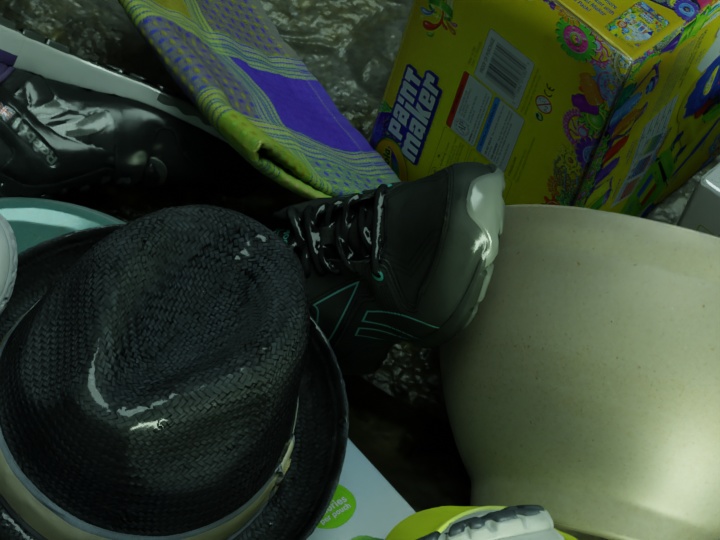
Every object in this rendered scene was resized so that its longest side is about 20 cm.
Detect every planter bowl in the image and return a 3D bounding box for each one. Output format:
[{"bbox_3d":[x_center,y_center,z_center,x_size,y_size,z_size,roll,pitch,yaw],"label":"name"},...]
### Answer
[{"bbox_3d":[0.122,0.066,1.118,0.200,0.200,0.135,16,78,-3],"label":"planter bowl"}]

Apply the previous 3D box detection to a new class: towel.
[{"bbox_3d":[-0.058,-0.102,1.221,0.143,0.023,0.200,23,25,-49],"label":"towel"}]

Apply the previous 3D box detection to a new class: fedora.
[{"bbox_3d":[-0.083,0.038,1.011,0.200,0.092,0.201,13,48,-14],"label":"fedora"}]

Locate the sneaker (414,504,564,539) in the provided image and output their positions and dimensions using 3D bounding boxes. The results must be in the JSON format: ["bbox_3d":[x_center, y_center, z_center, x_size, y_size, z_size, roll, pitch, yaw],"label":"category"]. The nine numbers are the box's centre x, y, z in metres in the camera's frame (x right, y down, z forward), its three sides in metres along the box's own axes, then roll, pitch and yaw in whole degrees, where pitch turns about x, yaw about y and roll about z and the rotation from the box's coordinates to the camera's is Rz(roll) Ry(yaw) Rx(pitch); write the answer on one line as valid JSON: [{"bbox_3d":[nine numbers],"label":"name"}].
[{"bbox_3d":[-0.003,0.161,0.963,0.200,0.077,0.080,-25,80,15],"label":"sneaker"}]

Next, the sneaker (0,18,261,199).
[{"bbox_3d":[-0.150,-0.062,1.206,0.200,0.076,0.088,22,84,-13],"label":"sneaker"}]

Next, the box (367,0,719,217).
[{"bbox_3d":[0.122,-0.117,1.234,0.122,0.200,0.192,41,53,18],"label":"box"}]

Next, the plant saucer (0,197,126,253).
[{"bbox_3d":[-0.150,0.033,1.091,0.199,0.036,0.200,6,49,-7],"label":"plant saucer"}]

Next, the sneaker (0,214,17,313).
[{"bbox_3d":[-0.250,-0.001,0.997,0.199,0.115,0.075,-10,72,28],"label":"sneaker"}]

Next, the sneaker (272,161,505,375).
[{"bbox_3d":[0.000,0.000,1.103,0.079,0.200,0.076,17,64,-19],"label":"sneaker"}]

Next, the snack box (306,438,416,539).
[{"bbox_3d":[-0.054,0.127,1.092,0.142,0.053,0.200,-28,63,-33],"label":"snack box"}]

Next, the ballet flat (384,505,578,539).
[{"bbox_3d":[0.084,0.135,1.003,0.200,0.067,0.067,28,62,36],"label":"ballet flat"}]

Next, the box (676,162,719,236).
[{"bbox_3d":[0.264,0.016,1.234,0.200,0.101,0.112,39,54,15],"label":"box"}]
